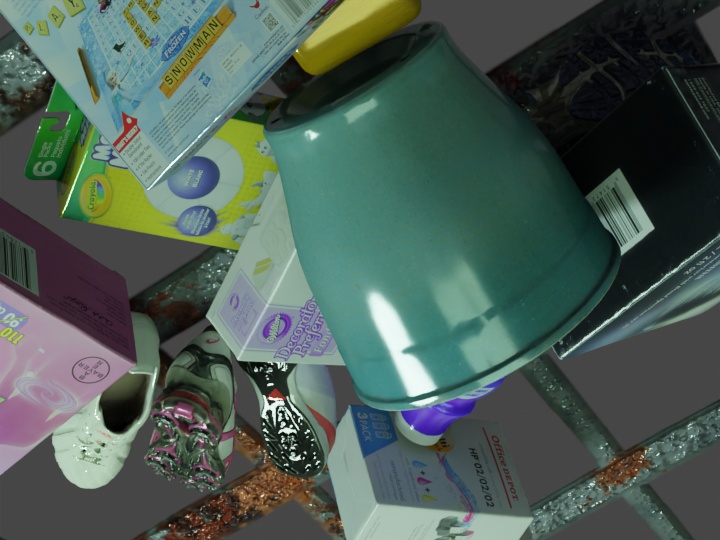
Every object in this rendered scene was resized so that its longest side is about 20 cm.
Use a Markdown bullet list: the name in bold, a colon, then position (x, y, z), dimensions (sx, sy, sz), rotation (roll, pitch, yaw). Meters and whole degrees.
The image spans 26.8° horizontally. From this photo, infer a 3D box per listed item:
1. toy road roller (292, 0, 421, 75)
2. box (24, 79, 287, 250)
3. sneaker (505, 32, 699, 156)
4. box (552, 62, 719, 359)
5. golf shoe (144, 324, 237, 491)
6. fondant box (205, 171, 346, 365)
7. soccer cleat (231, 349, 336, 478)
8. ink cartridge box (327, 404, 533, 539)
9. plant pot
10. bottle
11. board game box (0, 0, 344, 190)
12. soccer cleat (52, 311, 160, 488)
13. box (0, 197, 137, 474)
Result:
- **toy road roller**: position (-0.033, -0.215, 0.917), dimensions (0.122, 0.147, 0.200), rotation (-29, 134, 11)
- **box**: position (-0.132, -0.082, 1.085), dimensions (0.197, 0.049, 0.118), rotation (11, 127, -24)
- **sneaker**: position (0.162, -0.111, 1.137), dimensions (0.197, 0.078, 0.085), rotation (-19, 152, -1)
- **box**: position (0.237, -0.048, 1.097), dimensions (0.197, 0.124, 0.200), rotation (-13, 158, -44)
- **golf shoe**: position (-0.131, 0.119, 1.253), dimensions (0.072, 0.093, 0.201), rotation (21, 151, 0)
- **fondant box**: position (0.000, 0.000, 1.145), dimensions (0.198, 0.058, 0.145), rotation (6, 122, -42)
- **soccer cleat**: position (-0.059, 0.073, 1.251), dimensions (0.067, 0.073, 0.202), rotation (-1, 120, 20)
- **ink cartridge box**: position (0.078, 0.193, 1.359), dimensions (0.197, 0.116, 0.068), rotation (9, 130, -25)
- **plant pot**: position (0.039, -0.047, 0.972), dimensions (0.198, 0.200, 0.189), rotation (-27, 108, 10)
- **bottle**: position (0.091, 0.065, 1.276), dimensions (0.083, 0.066, 0.201), rotation (11, 128, -27)
- **board game box**: position (-0.125, -0.184, 0.889), dimensions (0.200, 0.041, 0.200), rotation (-39, 91, 35)
- **soccer cleat**: position (-0.207, 0.119, 1.228), dimensions (0.068, 0.078, 0.201), rotation (6, 131, -22)
- **box**: position (-0.300, 0.054, 1.127), dimensions (0.199, 0.097, 0.175), rotation (-37, 132, 19)
